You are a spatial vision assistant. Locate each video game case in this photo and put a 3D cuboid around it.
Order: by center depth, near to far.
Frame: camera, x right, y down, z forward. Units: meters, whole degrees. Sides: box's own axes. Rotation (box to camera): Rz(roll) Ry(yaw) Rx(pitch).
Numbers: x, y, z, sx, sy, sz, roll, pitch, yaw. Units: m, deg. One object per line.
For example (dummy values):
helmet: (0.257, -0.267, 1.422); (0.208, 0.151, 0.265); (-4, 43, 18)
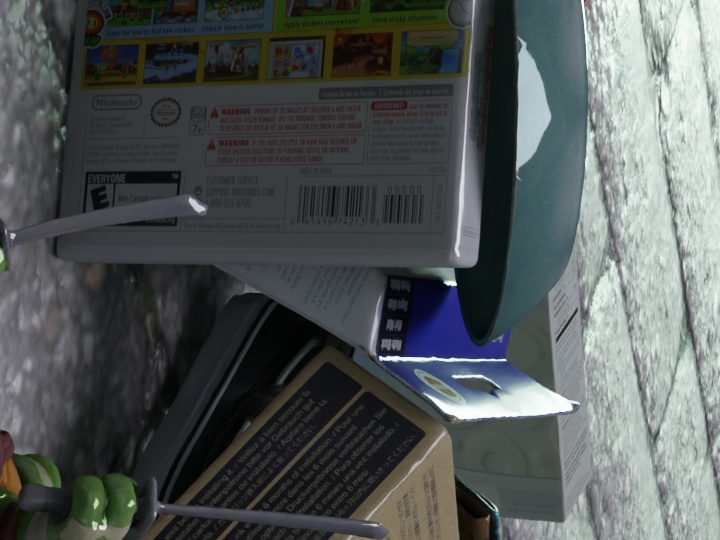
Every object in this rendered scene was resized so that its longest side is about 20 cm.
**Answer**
video game case: (-0.035, -0.093, 1.008); (0.023, 0.199, 0.183); (11, 81, -56)

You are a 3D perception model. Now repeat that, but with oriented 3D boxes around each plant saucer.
plant saucer: (0.065, -0.069, 1.038); (0.200, 0.036, 0.202); (180, -90, -84)

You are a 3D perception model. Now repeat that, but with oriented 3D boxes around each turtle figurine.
turtle figurine: (-0.126, 0.030, 0.831); (0.194, 0.199, 0.145); (29, 49, -58)

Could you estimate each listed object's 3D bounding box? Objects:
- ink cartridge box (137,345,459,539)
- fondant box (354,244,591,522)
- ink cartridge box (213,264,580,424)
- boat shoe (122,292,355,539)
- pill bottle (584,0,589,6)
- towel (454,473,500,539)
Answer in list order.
ink cartridge box: (-0.033, 0.153, 1.080); (0.165, 0.075, 0.200); (-44, 154, -22)
fondant box: (0.041, 0.027, 1.306); (0.058, 0.143, 0.201); (-45, 134, -59)
ink cartridge box: (0.000, 0.000, 1.125); (0.041, 0.199, 0.199); (-61, 162, 8)
boat shoe: (-0.057, 0.096, 1.144); (0.072, 0.070, 0.201); (65, 39, -53)
pill bottle: (0.092, -0.197, 1.342); (0.200, 0.112, 0.112); (-55, 170, 22)
towel: (0.021, 0.133, 1.239); (0.022, 0.200, 0.148); (-22, 122, -22)
